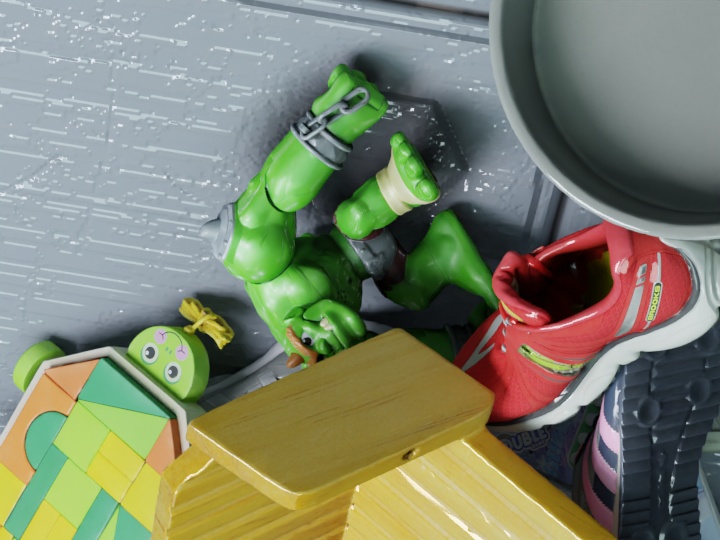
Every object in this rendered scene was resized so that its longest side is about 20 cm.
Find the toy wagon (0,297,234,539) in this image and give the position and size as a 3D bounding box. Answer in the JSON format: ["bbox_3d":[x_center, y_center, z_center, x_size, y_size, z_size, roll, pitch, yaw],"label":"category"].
[{"bbox_3d":[-0.140,0.103,1.504,0.201,0.155,0.039,-59,153,13],"label":"toy wagon"}]

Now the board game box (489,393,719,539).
[{"bbox_3d":[0.100,0.149,1.502,0.199,0.201,0.026,-26,166,27],"label":"board game box"}]

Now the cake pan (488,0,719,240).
[{"bbox_3d":[0.159,-0.114,1.261,0.199,0.202,0.037,-14,174,18],"label":"cake pan"}]

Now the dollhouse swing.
[{"bbox_3d":[0.012,0.167,1.401,0.181,0.176,0.200,-23,152,-25],"label":"dollhouse swing"}]

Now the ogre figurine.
[{"bbox_3d":[0.000,0.000,1.425,0.120,0.098,0.200,-32,142,4],"label":"ogre figurine"}]

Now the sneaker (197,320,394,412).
[{"bbox_3d":[-0.048,0.093,1.523,0.199,0.082,0.075,-22,128,24],"label":"sneaker"}]

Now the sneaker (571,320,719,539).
[{"bbox_3d":[0.139,0.084,1.413,0.070,0.082,0.201,1,103,-29],"label":"sneaker"}]

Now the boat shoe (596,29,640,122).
[{"bbox_3d":[0.153,-0.051,1.377,0.068,0.074,0.200,-9,135,4],"label":"boat shoe"}]

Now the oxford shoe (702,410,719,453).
[{"bbox_3d":[0.230,0.067,1.497,0.199,0.075,0.058,-13,90,27],"label":"oxford shoe"}]

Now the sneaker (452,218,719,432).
[{"bbox_3d":[0.094,0.017,1.346,0.084,0.077,0.200,14,147,-29],"label":"sneaker"}]
